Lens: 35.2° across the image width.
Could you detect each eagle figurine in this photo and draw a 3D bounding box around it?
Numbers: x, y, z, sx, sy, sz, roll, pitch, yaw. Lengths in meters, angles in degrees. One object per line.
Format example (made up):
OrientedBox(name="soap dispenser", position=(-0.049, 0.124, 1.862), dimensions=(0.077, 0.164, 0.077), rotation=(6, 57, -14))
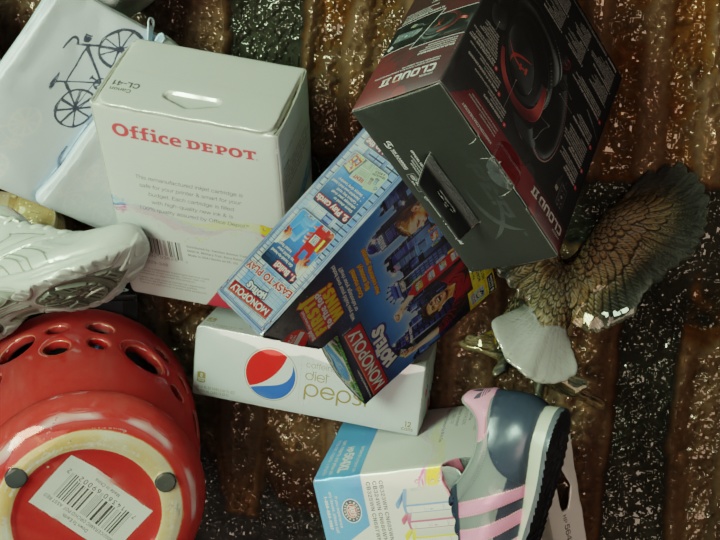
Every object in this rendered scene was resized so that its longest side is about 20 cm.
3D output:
OrientedBox(name="eagle figurine", position=(0.155, -0.011, 0.865), dimensions=(0.151, 0.151, 0.202), rotation=(36, 107, 43))

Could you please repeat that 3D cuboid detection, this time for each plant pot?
OrientedBox(name="plant pot", position=(-0.223, 0.154, 0.904), dimensions=(0.198, 0.183, 0.203), rotation=(-5, 110, -13))

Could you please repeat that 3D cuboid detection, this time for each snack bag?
OrientedBox(name="snack bag", position=(-0.210, -0.120, 0.906), dimensions=(0.189, 0.199, 0.021), rotation=(-47, 47, 18))

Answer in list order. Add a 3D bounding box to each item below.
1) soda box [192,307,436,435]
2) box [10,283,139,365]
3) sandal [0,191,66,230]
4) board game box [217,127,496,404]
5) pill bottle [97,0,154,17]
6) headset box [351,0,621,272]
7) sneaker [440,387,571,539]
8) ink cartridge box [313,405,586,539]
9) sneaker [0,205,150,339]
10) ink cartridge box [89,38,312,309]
OrientedBox(name="soda box", position=(-0.039, 0.082, 0.964), dimensions=(0.197, 0.068, 0.064), rotation=(9, 107, 10))
OrientedBox(name="box", position=(-0.292, 0.113, 0.994), dimensions=(0.196, 0.050, 0.203), rotation=(-2, 109, -15))
OrientedBox(name="sandal", position=(-0.358, -0.053, 0.974), dimensions=(0.209, 0.070, 0.079), rotation=(3, 66, 19))
OrientedBox(name="board game box", position=(0.000, 0.000, 0.848), dimensions=(0.199, 0.201, 0.062), rotation=(-39, 52, -16))
OrientedBox(name="pill bottle", position=(-0.224, -0.302, 0.882), dimensions=(0.108, 0.109, 0.200), rotation=(-39, 94, 18))
OrientedBox(name="headset box", position=(0.087, -0.110, 0.747), dimensions=(0.074, 0.201, 0.149), rotation=(-11, 130, 41))
OrientedBox(name="sneaker", position=(0.093, 0.180, 0.841), dimensions=(0.081, 0.070, 0.202), rotation=(20, 104, 23))
OrientedBox(name="ink cartridge box", position=(0.080, 0.193, 0.939), dimensions=(0.197, 0.125, 0.130), rotation=(-9, 102, 15))
OrientedBox(name="sneaker", position=(-0.261, -0.013, 0.891), dimensions=(0.198, 0.078, 0.100), rotation=(-17, 69, 11))
OrientedBox(name="ink cartridge box", position=(-0.114, -0.066, 0.889), dimensions=(0.146, 0.086, 0.201), rotation=(11, 136, 10))
